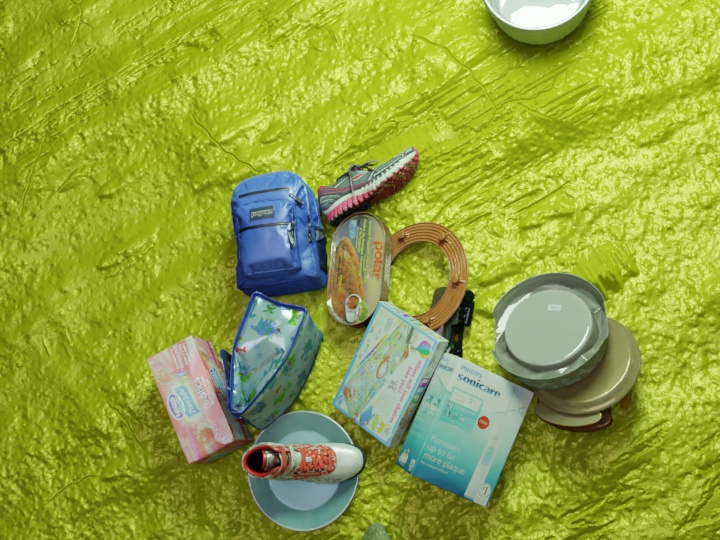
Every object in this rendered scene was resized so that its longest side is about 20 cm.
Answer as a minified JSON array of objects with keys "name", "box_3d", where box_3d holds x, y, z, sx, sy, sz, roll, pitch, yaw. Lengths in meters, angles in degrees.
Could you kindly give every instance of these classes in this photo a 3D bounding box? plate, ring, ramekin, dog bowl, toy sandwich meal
[{"name":"plate","box_3d":[-0.097,0.342,1.711,0.198,0.026,0.202,-2,80,13]},{"name":"ring","box_3d":[0.093,0.012,1.694,0.199,0.019,0.202,-13,66,31]},{"name":"ramekin","box_3d":[0.309,-0.490,1.730,0.198,0.105,0.202,-2,79,12]},{"name":"dog bowl","box_3d":[0.306,0.101,1.606,0.198,0.059,0.201,-14,50,16]},{"name":"toy sandwich meal","box_3d":[0.363,0.166,1.614,0.203,0.070,0.207,-14,49,17]}]

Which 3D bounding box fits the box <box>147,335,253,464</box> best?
[{"name":"box","box_3d":[-0.278,0.226,1.732,0.094,0.103,0.201,-27,76,6]}]

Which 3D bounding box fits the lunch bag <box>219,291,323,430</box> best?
[{"name":"lunch bag","box_3d":[-0.156,0.160,1.671,0.126,0.170,0.202,16,75,15]}]

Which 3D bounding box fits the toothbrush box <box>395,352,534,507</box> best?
[{"name":"toothbrush box","box_3d":[0.168,0.254,1.607,0.145,0.085,0.201,26,84,-16]}]

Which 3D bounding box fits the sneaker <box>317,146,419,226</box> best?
[{"name":"sneaker","box_3d":[0.013,-0.160,1.749,0.199,0.081,0.075,-31,73,6]}]

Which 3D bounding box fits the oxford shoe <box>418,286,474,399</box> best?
[{"name":"oxford shoe","box_3d":[0.129,0.125,1.685,0.084,0.073,0.202,12,80,31]}]

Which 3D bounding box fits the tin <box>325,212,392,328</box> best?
[{"name":"tin","box_3d":[0.000,0.000,1.725,0.111,0.042,0.202,-5,73,35]}]

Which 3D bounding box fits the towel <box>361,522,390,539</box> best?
[{"name":"towel","box_3d":[-0.005,0.511,1.604,0.036,0.148,0.201,30,87,-11]}]

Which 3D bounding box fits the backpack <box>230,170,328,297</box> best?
[{"name":"backpack","box_3d":[-0.142,-0.071,1.725,0.161,0.168,0.202,-6,75,5]}]

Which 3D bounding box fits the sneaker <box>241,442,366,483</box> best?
[{"name":"sneaker","box_3d":[-0.096,0.318,1.646,0.199,0.108,0.068,-1,79,12]}]

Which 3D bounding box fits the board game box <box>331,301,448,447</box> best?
[{"name":"board game box","box_3d":[0.047,0.172,1.661,0.134,0.034,0.201,33,104,32]}]
